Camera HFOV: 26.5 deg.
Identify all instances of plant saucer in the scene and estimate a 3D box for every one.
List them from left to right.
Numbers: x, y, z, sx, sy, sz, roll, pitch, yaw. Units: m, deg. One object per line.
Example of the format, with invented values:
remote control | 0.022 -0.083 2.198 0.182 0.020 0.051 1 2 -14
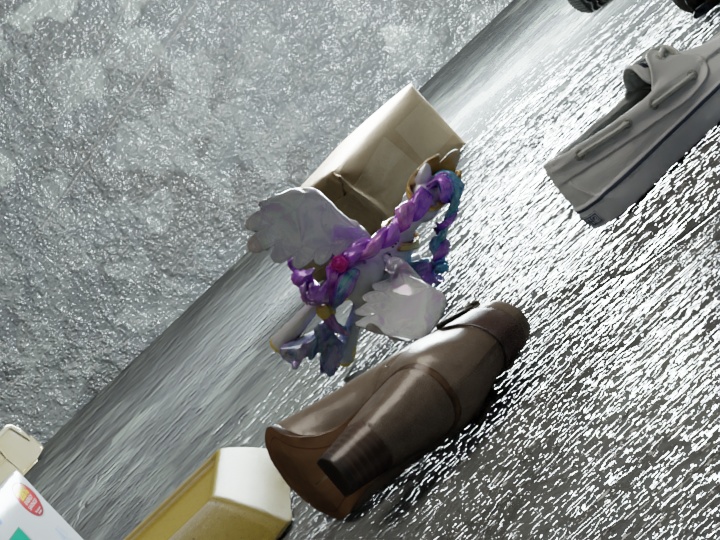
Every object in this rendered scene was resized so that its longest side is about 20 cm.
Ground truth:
plant saucer | -0.138 0.208 1.115 0.200 0.048 0.200 -43 8 2

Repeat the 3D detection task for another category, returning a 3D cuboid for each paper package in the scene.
paper package | 0.003 -0.103 1.860 0.191 0.103 0.200 -34 13 50

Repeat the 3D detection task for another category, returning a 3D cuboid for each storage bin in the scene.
storage bin | -0.729 0.399 2.977 0.199 0.094 0.200 -48 8 -25

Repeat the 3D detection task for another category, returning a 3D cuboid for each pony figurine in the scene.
pony figurine | 0.000 0.000 1.240 0.193 0.167 0.200 -41 -12 -46

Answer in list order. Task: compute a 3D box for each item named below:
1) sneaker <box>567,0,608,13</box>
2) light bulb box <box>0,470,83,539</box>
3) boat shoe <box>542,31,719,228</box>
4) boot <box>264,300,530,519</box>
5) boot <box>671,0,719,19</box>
sneaker | 0.334 -0.411 1.922 0.200 0.070 0.093 -44 13 18
light bulb box | -0.373 0.322 1.425 0.200 0.125 0.198 -42 7 11
boat shoe | 0.206 -0.118 1.025 0.200 0.065 0.074 -46 8 -12
boot | 0.025 0.080 0.935 0.146 0.070 0.200 -40 7 -17
boot | 0.295 -0.242 1.276 0.097 0.075 0.200 -53 -5 26
